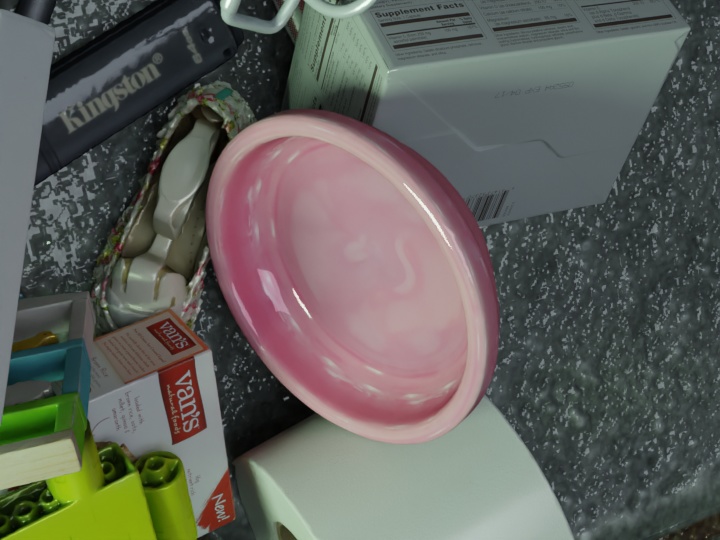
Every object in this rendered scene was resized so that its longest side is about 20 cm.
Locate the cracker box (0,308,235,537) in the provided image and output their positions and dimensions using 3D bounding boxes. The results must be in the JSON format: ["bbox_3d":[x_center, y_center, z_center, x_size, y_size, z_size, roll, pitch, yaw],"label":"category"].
[{"bbox_3d":[-0.175,0.122,0.767,0.199,0.058,0.134,-24,128,-26],"label":"cracker box"}]

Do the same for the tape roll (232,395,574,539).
[{"bbox_3d":[0.029,0.173,0.846,0.139,0.203,0.203,-27,110,-18],"label":"tape roll"}]

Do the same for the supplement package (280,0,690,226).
[{"bbox_3d":[0.068,-0.115,0.822,0.199,0.111,0.156,-11,145,-23],"label":"supplement package"}]

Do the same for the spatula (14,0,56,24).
[{"bbox_3d":[-0.171,-0.204,0.778,0.056,0.021,0.201,21,92,-21],"label":"spatula"}]

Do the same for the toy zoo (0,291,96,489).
[{"bbox_3d":[-0.210,0.061,0.716,0.131,0.200,0.021,-13,115,-4],"label":"toy zoo"}]

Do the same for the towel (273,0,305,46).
[{"bbox_3d":[0.014,-0.241,0.859,0.200,0.030,0.147,-31,111,-14],"label":"towel"}]

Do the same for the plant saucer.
[{"bbox_3d":[0.000,0.000,0.750,0.051,0.200,0.201,-34,114,-41],"label":"plant saucer"}]

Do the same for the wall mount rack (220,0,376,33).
[{"bbox_3d":[-0.053,-0.233,0.721,0.074,0.200,0.174,2,126,-55],"label":"wall mount rack"}]

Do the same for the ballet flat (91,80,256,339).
[{"bbox_3d":[-0.120,-0.021,0.808,0.075,0.064,0.201,18,93,1],"label":"ballet flat"}]

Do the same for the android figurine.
[{"bbox_3d":[-0.170,0.171,0.732,0.182,0.041,0.201,-27,131,-23],"label":"android figurine"}]

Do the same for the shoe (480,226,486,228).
[{"bbox_3d":[-0.002,-0.036,0.872,0.199,0.053,0.070,-6,101,-22],"label":"shoe"}]

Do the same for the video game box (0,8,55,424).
[{"bbox_3d":[-0.247,-0.031,0.676,0.047,0.182,0.201,12,84,-58],"label":"video game box"}]

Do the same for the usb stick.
[{"bbox_3d":[-0.160,-0.104,0.796,0.200,0.033,0.056,-36,112,-16],"label":"usb stick"}]
